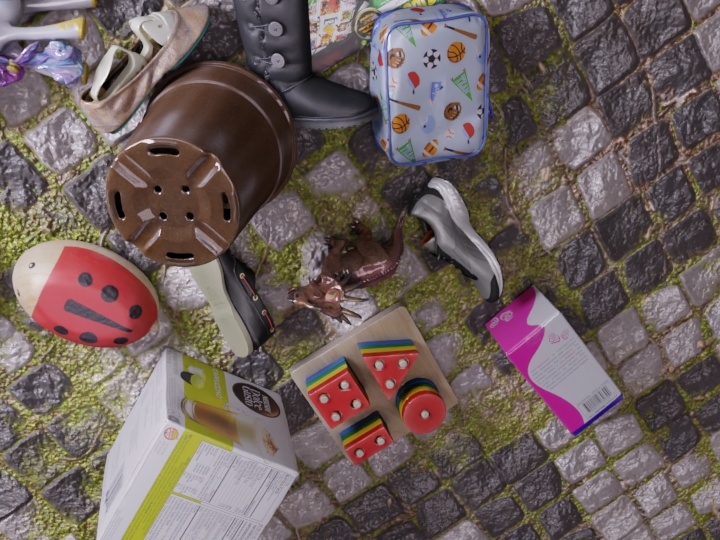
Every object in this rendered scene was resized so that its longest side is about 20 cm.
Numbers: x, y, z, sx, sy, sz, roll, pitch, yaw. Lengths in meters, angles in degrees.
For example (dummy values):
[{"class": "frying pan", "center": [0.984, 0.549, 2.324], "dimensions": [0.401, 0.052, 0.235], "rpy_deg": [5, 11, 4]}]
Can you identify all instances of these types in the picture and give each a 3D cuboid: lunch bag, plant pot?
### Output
[{"class": "lunch bag", "center": [0.094, -0.234, 1.016], "dimensions": [0.158, 0.076, 0.202], "rpy_deg": [-11, 121, -14]}, {"class": "plant pot", "center": [-0.189, -0.116, 0.912], "dimensions": [0.197, 0.199, 0.203], "rpy_deg": [4, 119, 6]}]

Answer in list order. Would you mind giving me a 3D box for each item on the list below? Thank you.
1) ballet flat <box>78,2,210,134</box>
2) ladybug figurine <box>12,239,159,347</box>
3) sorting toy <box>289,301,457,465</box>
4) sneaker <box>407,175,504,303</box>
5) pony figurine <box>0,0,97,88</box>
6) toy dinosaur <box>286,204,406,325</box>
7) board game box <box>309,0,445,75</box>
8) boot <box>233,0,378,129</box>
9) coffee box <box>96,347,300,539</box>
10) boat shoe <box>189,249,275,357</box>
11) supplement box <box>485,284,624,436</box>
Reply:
[{"class": "ballet flat", "center": [-0.253, -0.250, 0.918], "dimensions": [0.201, 0.068, 0.067], "rpy_deg": [-55, 140, -8]}, {"class": "ladybug figurine", "center": [-0.357, 0.039, 1.036], "dimensions": [0.198, 0.072, 0.137], "rpy_deg": [22, 105, -20]}, {"class": "sorting toy", "center": [0.029, 0.185, 1.183], "dimensions": [0.197, 0.070, 0.201], "rpy_deg": [-31, 115, 1]}, {"class": "sneaker", "center": [0.133, -0.032, 1.111], "dimensions": [0.079, 0.074, 0.201], "rpy_deg": [-38, 109, -10]}, {"class": "pony figurine", "center": [-0.405, -0.264, 0.876], "dimensions": [0.197, 0.167, 0.196], "rpy_deg": [5, 79, -11]}, {"class": "toy dinosaur", "center": [0.000, 0.000, 1.064], "dimensions": [0.199, 0.136, 0.086], "rpy_deg": [-32, 115, 1]}, {"class": "board game box", "center": [-0.002, -0.336, 0.988], "dimensions": [0.198, 0.023, 0.106], "rpy_deg": [-29, 113, 1]}, {"class": "boot", "center": [-0.065, -0.276, 0.951], "dimensions": [0.162, 0.066, 0.202], "rpy_deg": [-2, 117, 6]}, {"class": "coffee box", "center": [-0.224, 0.266, 1.088], "dimensions": [0.196, 0.200, 0.201], "rpy_deg": [26, 104, -22]}, {"class": "boat shoe", "center": [-0.180, 0.016, 1.074], "dimensions": [0.063, 0.073, 0.203], "rpy_deg": [-35, 109, -36]}, {"class": "supplement box", "center": [0.295, 0.137, 1.204], "dimensions": [0.101, 0.104, 0.200], "rpy_deg": [-39, 116, 6]}]
